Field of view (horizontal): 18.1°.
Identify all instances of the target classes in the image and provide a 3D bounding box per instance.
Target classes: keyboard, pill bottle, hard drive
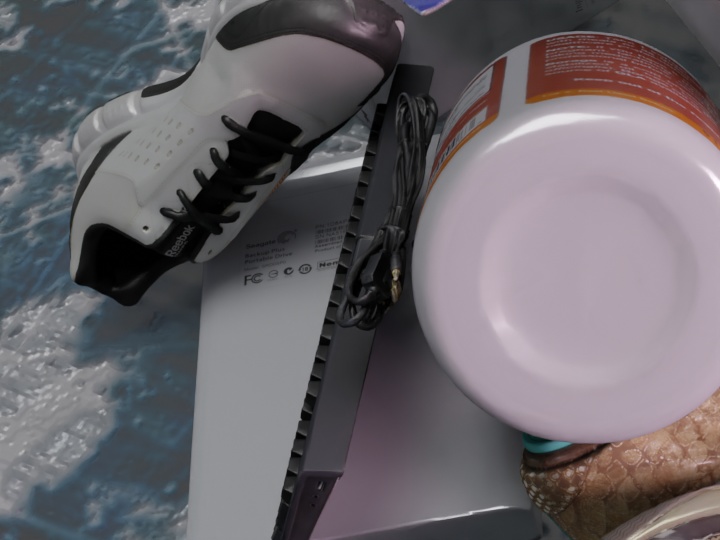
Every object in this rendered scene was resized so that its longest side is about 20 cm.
[{"bbox_3d":[0.000,0.000,0.812,0.020,0.127,0.201,17,48,-6],"label":"keyboard"},{"bbox_3d":[0.079,-0.022,0.787,0.111,0.113,0.200,-14,13,9],"label":"pill bottle"},{"bbox_3d":[0.001,0.031,0.884,0.131,0.027,0.201,-11,45,11],"label":"hard drive"}]

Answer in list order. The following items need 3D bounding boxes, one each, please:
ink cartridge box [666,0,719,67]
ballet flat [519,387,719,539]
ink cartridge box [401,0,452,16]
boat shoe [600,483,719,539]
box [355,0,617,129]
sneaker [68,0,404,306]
[{"bbox_3d":[0.194,-0.173,0.833,0.200,0.146,0.084,-39,85,1],"label":"ink cartridge box"},{"bbox_3d":[0.152,0.042,0.784,0.199,0.066,0.071,-27,13,8],"label":"ballet flat"},{"bbox_3d":[0.044,-0.211,0.947,0.196,0.043,0.200,-35,44,-13],"label":"ink cartridge box"},{"bbox_3d":[0.139,0.109,0.720,0.199,0.075,0.073,-25,44,0],"label":"boat shoe"},{"bbox_3d":[0.051,-0.168,1.001,0.199,0.098,0.124,-33,45,-10],"label":"box"},{"bbox_3d":[-0.051,-0.047,0.891,0.200,0.073,0.080,-34,40,47],"label":"sneaker"}]
